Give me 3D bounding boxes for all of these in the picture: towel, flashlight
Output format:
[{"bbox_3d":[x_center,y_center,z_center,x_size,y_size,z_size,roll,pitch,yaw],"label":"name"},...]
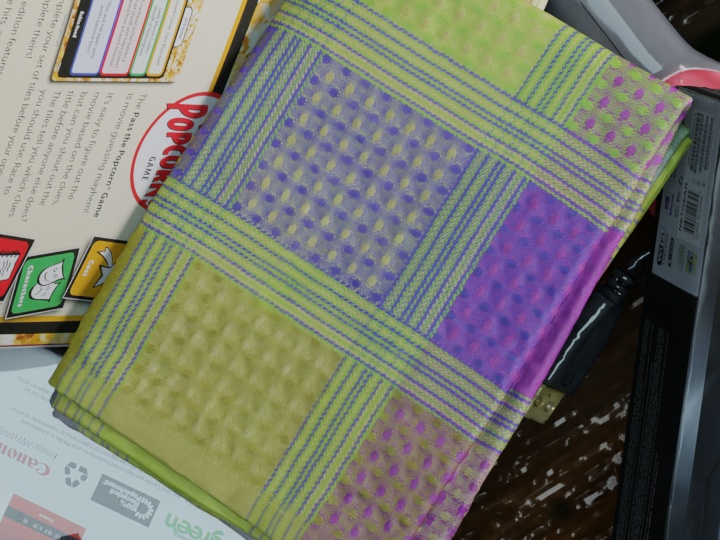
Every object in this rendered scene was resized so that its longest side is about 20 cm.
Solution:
[{"bbox_3d":[0.000,0.000,0.853,0.143,0.023,0.200,32,95,16],"label":"towel"},{"bbox_3d":[0.086,-0.090,0.938,0.068,0.068,0.200,-32,81,-31],"label":"flashlight"}]

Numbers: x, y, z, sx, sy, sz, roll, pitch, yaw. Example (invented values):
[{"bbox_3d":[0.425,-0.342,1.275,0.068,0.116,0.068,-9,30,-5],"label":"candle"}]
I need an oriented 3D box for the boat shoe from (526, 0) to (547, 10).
[{"bbox_3d":[0.003,-0.073,0.904,0.074,0.066,0.200,39,118,14],"label":"boat shoe"}]

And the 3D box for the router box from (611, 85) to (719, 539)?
[{"bbox_3d":[0.169,0.047,0.867,0.157,0.052,0.201,5,99,-14],"label":"router box"}]

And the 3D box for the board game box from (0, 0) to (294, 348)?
[{"bbox_3d":[-0.119,-0.049,0.830,0.046,0.200,0.152,37,113,35],"label":"board game box"}]

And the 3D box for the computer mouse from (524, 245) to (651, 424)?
[{"bbox_3d":[0.107,0.090,0.911,0.140,0.046,0.200,28,105,-11],"label":"computer mouse"}]

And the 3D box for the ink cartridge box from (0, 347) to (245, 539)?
[{"bbox_3d":[-0.144,0.104,0.936,0.200,0.084,0.176,26,91,5],"label":"ink cartridge box"}]
